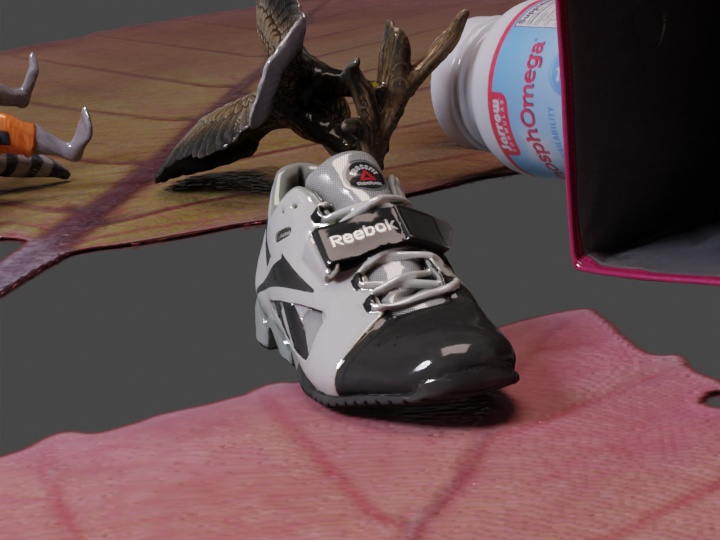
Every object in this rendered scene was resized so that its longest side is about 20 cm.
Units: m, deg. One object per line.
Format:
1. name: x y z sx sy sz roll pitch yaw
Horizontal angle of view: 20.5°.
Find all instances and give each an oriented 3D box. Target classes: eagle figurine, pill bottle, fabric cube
1. eagle figurine: -0.046 -0.110 1.242 0.151 0.152 0.199 -29 35 -34
2. pill bottle: 0.137 -0.106 1.177 0.108 0.110 0.199 -15 16 -38
3. fabric cube: 0.229 -0.105 0.944 0.199 0.199 0.198 6 15 44

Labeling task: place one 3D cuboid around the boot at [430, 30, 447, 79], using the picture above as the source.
1. boot: 0.117 -0.145 1.325 0.154 0.074 0.200 -2 -15 16

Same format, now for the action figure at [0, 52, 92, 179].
1. action figure: -0.269 -0.066 1.269 0.192 0.105 0.200 -16 46 -23

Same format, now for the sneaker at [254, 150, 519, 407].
1. sneaker: 0.000 0.000 0.807 0.073 0.090 0.200 -8 14 -23
